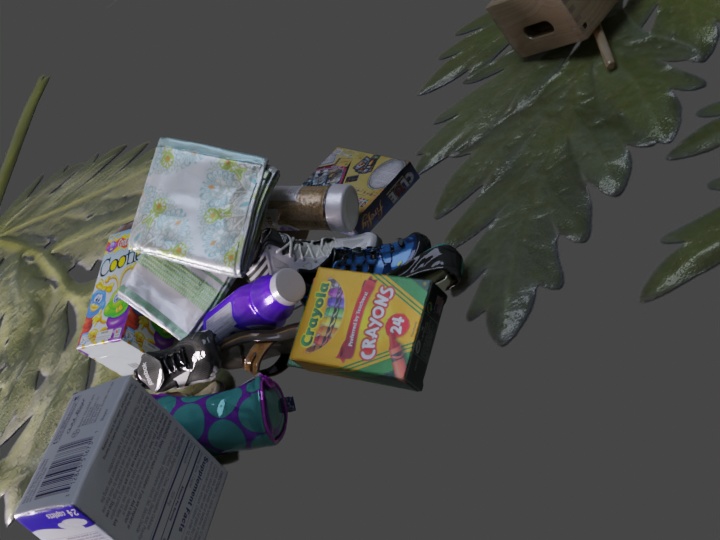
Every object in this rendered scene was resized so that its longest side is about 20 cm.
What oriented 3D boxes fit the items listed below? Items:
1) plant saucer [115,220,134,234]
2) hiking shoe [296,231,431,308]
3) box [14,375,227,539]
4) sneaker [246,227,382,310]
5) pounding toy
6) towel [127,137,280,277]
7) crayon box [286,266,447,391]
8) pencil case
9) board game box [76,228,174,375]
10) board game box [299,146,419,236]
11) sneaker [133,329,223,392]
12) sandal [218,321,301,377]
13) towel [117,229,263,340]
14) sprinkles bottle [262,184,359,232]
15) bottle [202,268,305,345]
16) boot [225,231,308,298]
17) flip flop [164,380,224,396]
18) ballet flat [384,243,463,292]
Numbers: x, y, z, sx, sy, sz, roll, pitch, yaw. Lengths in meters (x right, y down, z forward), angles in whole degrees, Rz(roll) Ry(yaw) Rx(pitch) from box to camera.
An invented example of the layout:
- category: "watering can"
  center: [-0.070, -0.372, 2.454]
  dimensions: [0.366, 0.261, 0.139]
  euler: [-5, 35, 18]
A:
- category: "plant saucer"
  center: [-0.320, -0.075, 1.800]
  dimensions: [0.198, 0.032, 0.200]
  euler: [-12, -1, 0]
- category: "hiking shoe"
  center: [0.000, 0.000, 1.445]
  dimensions: [0.199, 0.087, 0.075]
  euler: [-31, 32, 10]
- category: "box"
  center: [-0.274, 0.262, 1.270]
  dimensions: [0.104, 0.200, 0.185]
  euler: [-18, 36, 30]
- category: "sneaker"
  center: [-0.074, -0.021, 1.518]
  dimensions: [0.199, 0.116, 0.076]
  euler: [-27, 33, 16]
- category: "pounding toy"
  center: [0.320, -0.400, 1.626]
  dimensions: [0.184, 0.142, 0.199]
  euler: [-50, 23, -21]
- category: "towel"
  center: [-0.224, -0.091, 1.531]
  dimensions: [0.198, 0.048, 0.173]
  euler: [14, 80, 21]
- category: "crayon box"
  center: [-0.005, 0.068, 1.324]
  dimensions: [0.198, 0.051, 0.128]
  euler: [6, 70, 32]
- category: "pencil case"
  center: [-0.188, 0.188, 1.371]
  dimensions: [0.198, 0.085, 0.093]
  euler: [-12, 73, 23]
- category: "board game box"
  center: [-0.344, 0.045, 1.666]
  dimensions: [0.104, 0.103, 0.202]
  euler: [-13, 54, 34]
- category: "board game box"
  center: [-0.017, -0.123, 1.670]
  dimensions: [0.136, 0.035, 0.199]
  euler: [-47, 33, -16]
- category: "sneaker"
  center: [-0.255, 0.132, 1.478]
  dimensions: [0.090, 0.067, 0.200]
  euler: [-12, -9, -32]
- category: "sandal"
  center: [-0.116, 0.114, 1.444]
  dimensions: [0.198, 0.082, 0.055]
  euler: [-11, 65, 28]
- category: "towel"
  center: [-0.248, -0.011, 1.558]
  dimensions: [0.148, 0.031, 0.201]
  euler: [32, 90, 16]
- category: "sprinkles bottle"
  center: [-0.103, -0.091, 1.571]
  dimensions: [0.198, 0.069, 0.069]
  euler: [1, 46, 22]
- category: "bottle"
  center: [-0.141, 0.055, 1.462]
  dimensions: [0.200, 0.083, 0.066]
  euler: [-34, 57, 50]
- category: "boot"
  center: [-0.182, -0.033, 1.687]
  dimensions: [0.200, 0.074, 0.154]
  euler: [-43, 26, -18]
- category: "flip flop"
  center: [-0.271, 0.201, 1.482]
  dimensions: [0.199, 0.058, 0.082]
  euler: [-22, 35, 24]
- category: "ballet flat"
  center: [0.043, 0.033, 1.384]
  dimensions: [0.199, 0.068, 0.069]
  euler: [-31, 42, 11]
